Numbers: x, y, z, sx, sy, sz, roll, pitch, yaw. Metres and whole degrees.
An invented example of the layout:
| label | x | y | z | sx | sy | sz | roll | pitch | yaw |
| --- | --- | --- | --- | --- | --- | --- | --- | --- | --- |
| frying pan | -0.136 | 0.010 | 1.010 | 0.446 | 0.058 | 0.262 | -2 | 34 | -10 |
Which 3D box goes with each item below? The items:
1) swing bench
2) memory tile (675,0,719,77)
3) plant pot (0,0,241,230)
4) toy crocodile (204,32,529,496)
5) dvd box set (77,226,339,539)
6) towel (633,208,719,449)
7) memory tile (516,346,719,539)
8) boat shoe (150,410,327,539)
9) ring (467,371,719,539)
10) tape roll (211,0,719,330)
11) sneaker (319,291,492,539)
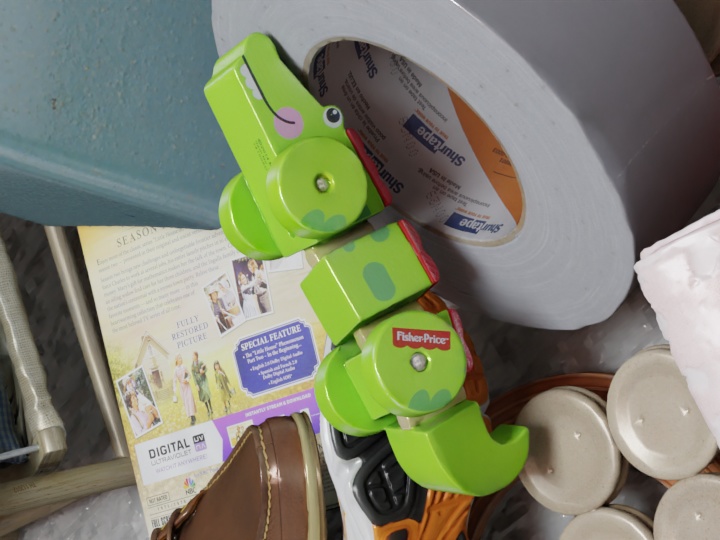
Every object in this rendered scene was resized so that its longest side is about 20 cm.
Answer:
| label | x | y | z | sx | sy | sz | roll | pitch | yaw |
| --- | --- | --- | --- | --- | --- | --- | --- | --- | --- |
| swing bench | -0.235 | 0.038 | 0.973 | 0.129 | 0.200 | 0.200 | -28 | 76 | 35 |
| memory tile | 0.136 | -0.186 | 0.768 | 0.153 | 0.017 | 0.201 | 50 | 121 | 44 |
| plant pot | -0.171 | -0.133 | 0.869 | 0.196 | 0.199 | 0.197 | 3 | 83 | 56 |
| toy crocodile | 0.000 | 0.000 | 0.773 | 0.201 | 0.062 | 0.067 | 61 | 154 | 2 |
| dvd box set | -0.064 | 0.023 | 0.946 | 0.146 | 0.029 | 0.201 | -21 | 80 | 37 |
| towel | 0.214 | 0.043 | 0.656 | 0.190 | 0.032 | 0.201 | -29 | 80 | 20 |
| memory tile | 0.154 | 0.092 | 0.745 | 0.200 | 0.017 | 0.154 | -27 | 80 | 38 |
| boat shoe | -0.060 | 0.135 | 0.877 | 0.201 | 0.067 | 0.072 | 111 | 154 | -47 |
| ring | 0.102 | 0.142 | 0.832 | 0.200 | 0.019 | 0.202 | 2 | 93 | 39 |
| tape roll | 0.038 | -0.069 | 0.766 | 0.200 | 0.066 | 0.201 | 34 | 156 | 18 |
| sneaker | 0.012 | 0.104 | 0.839 | 0.092 | 0.075 | 0.201 | 156 | 106 | -65 |
